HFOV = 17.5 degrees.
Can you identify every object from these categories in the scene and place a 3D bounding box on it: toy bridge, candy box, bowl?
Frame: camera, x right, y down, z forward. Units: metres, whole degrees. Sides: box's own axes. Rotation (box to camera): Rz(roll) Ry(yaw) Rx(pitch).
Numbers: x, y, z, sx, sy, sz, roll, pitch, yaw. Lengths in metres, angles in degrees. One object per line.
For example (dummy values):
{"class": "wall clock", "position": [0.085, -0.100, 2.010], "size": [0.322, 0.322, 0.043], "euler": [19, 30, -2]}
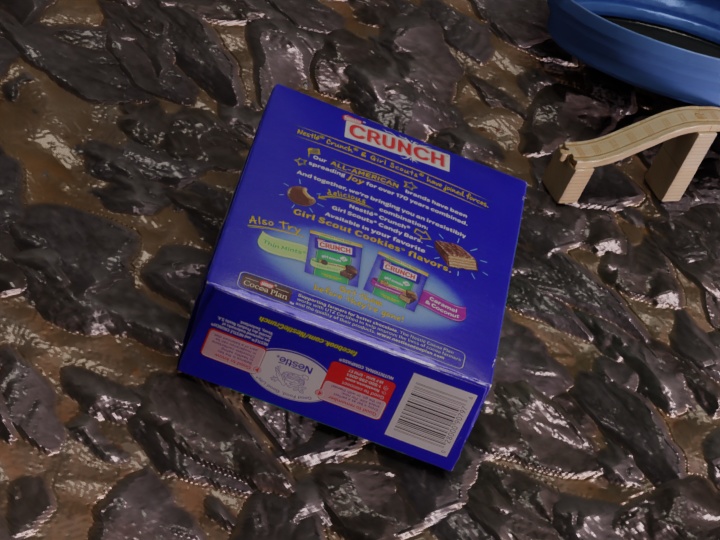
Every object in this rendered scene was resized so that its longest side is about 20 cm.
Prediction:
{"class": "toy bridge", "position": [0.214, -0.079, 1.569], "size": [0.200, 0.067, 0.027], "euler": [-3, 46, -32]}
{"class": "candy box", "position": [0.000, 0.000, 1.354], "size": [0.169, 0.077, 0.200], "euler": [21, 39, -4]}
{"class": "bowl", "position": [0.225, -0.162, 1.650], "size": [0.201, 0.039, 0.201], "euler": [14, 21, -5]}
